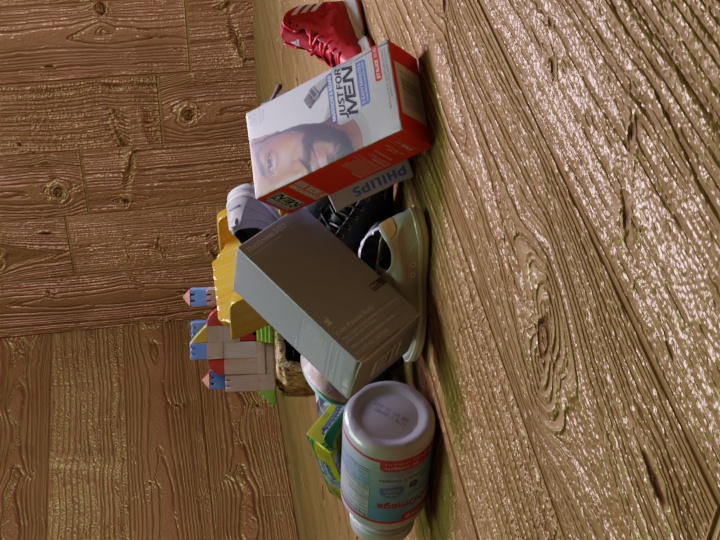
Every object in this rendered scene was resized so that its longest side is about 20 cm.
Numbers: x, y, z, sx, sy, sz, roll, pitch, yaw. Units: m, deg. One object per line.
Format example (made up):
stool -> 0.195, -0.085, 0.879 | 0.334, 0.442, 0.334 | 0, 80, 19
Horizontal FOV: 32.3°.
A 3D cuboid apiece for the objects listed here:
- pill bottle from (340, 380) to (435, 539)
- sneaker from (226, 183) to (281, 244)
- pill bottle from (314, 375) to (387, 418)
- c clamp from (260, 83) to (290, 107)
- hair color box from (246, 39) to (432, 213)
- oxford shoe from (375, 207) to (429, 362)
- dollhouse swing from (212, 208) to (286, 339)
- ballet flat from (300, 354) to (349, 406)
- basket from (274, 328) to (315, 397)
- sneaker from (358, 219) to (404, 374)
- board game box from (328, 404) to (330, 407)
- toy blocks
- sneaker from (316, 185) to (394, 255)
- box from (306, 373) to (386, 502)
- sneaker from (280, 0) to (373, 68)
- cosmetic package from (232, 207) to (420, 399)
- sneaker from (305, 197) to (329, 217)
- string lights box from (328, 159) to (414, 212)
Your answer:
pill bottle -> 0.030, 0.235, 1.477 | 0.110, 0.107, 0.202 | -104, 11, -45
sneaker -> -0.108, -0.016, 1.614 | 0.200, 0.074, 0.083 | 43, -145, -25
pill bottle -> -0.015, 0.150, 1.750 | 0.107, 0.105, 0.202 | 99, 164, -59
c clamp -> -0.045, -0.220, 1.533 | 0.027, 0.198, 0.172 | 61, -151, -29
hair color box -> -0.027, -0.153, 1.350 | 0.064, 0.198, 0.112 | 21, -127, -50
oxford shoe -> 0.045, 0.018, 1.418 | 0.076, 0.057, 0.202 | -113, 17, -52
dollhouse swing -> -0.157, -0.053, 1.755 | 0.201, 0.180, 0.177 | -104, -12, -45
ballet flat -> -0.038, 0.092, 1.511 | 0.068, 0.067, 0.200 | -65, 19, 15
basket -> -0.061, 0.075, 1.881 | 0.149, 0.140, 0.203 | 96, 171, -64
sneaker -> 0.031, 0.034, 1.520 | 0.080, 0.073, 0.203 | -85, -1, -67
board game box -> -0.023, 0.117, 1.645 | 0.103, 0.019, 0.203 | 81, -168, -66
toy blocks -> -0.197, 0.103, 1.868 | 0.100, 0.135, 0.203 | -120, 29, -82
sneaker -> -0.038, -0.054, 1.512 | 0.075, 0.199, 0.107 | 38, 148, 24
box -> -0.006, 0.206, 1.559 | 0.048, 0.118, 0.201 | 32, 157, 24
sneaker -> -0.045, -0.285, 1.646 | 0.201, 0.114, 0.079 | -104, 12, -48
cosmetic package -> -0.041, 0.033, 1.394 | 0.200, 0.107, 0.091 | 42, 147, 17
sneaker -> -0.074, -0.095, 1.600 | 0.082, 0.077, 0.200 | 43, 180, 5
string lights box -> -0.009, -0.153, 1.490 | 0.201, 0.102, 0.059 | -111, -4, -61
